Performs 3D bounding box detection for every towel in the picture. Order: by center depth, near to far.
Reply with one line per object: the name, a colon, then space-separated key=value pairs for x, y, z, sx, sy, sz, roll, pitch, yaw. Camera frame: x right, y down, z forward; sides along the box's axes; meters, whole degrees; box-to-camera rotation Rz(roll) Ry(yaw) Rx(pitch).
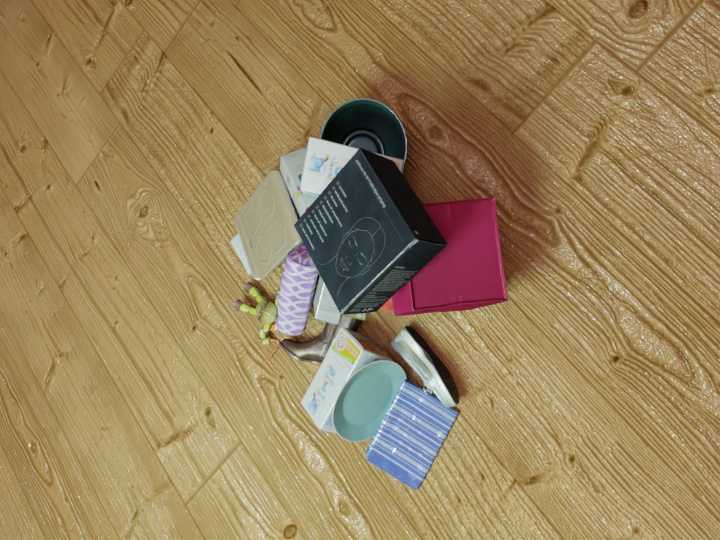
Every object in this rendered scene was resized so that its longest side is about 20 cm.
towel: x=0.111 y=0.365 z=1.174 sx=0.141 sy=0.024 sz=0.205 roll=28 pitch=97 yaw=7

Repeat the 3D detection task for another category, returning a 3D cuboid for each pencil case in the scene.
pencil case: x=-0.145 y=0.047 z=1.207 sx=0.081 sy=0.086 sz=0.206 roll=9 pitch=117 yaw=-14

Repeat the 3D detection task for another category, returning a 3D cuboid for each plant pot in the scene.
plant pot: x=0.004 y=-0.273 z=1.220 sx=0.192 sy=0.134 sz=0.209 roll=0 pitch=95 yaw=-2

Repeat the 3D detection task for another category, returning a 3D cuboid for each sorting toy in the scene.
sorting toy: x=-0.217 y=-0.104 z=1.255 sx=0.198 sy=0.036 sz=0.191 roll=-35 pitch=70 yaw=39

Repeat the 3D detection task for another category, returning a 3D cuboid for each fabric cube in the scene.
fabric cube: x=0.166 y=-0.020 z=1.075 sx=0.192 sy=0.199 sz=0.205 roll=-4 pitch=82 yaw=-7

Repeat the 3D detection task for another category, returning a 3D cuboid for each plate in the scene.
plate: x=0.019 y=0.281 z=1.161 sx=0.025 sy=0.197 sz=0.205 roll=36 pitch=99 yaw=51

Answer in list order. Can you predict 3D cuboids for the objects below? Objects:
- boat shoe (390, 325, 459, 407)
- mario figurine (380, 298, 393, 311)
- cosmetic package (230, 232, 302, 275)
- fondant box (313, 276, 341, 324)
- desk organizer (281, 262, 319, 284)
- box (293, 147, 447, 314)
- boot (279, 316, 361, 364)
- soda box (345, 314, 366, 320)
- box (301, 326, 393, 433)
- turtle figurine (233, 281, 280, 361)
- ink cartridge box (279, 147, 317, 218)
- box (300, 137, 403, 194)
boat shoe: x=0.142 y=0.218 z=1.169 sx=0.065 sy=0.074 sz=0.204 roll=-45 pitch=67 yaw=18
mario figurine: x=0.084 y=-0.006 z=1.223 sx=0.103 sy=0.123 sz=0.207 roll=19 pitch=83 yaw=-19
cosmetic package: x=-0.218 y=-0.089 z=1.340 sx=0.199 sy=0.081 sz=0.114 roll=-41 pitch=70 yaw=15
fondant box: x=-0.053 y=-0.007 z=1.154 sx=0.056 sy=0.145 sz=0.207 roll=14 pitch=100 yaw=-10
desk organizer: x=-0.082 y=-0.016 z=1.276 sx=0.193 sy=0.077 sz=0.074 roll=-17 pitch=96 yaw=11
box: x=0.014 y=-0.065 z=0.945 sx=0.196 sy=0.122 sz=0.204 roll=-43 pitch=65 yaw=28
boot: x=-0.087 y=0.125 z=1.273 sx=0.180 sy=0.064 sz=0.207 roll=20 pitch=96 yaw=9
soda box: x=0.000 y=0.000 z=1.186 sx=0.062 sy=0.068 sz=0.208 roll=12 pitch=92 yaw=-11
box: x=-0.030 y=0.251 z=1.197 sx=0.101 sy=0.111 sz=0.205 roll=36 pitch=100 yaw=49
turtle figurine: x=-0.246 y=0.110 z=1.340 sx=0.157 sy=0.064 sz=0.206 roll=25 pitch=95 yaw=22
ink cartridge box: x=-0.118 y=-0.156 z=1.211 sx=0.065 sy=0.117 sz=0.205 roll=-21 pitch=74 yaw=-19
box: x=-0.018 y=-0.192 z=1.095 sx=0.192 sy=0.113 sz=0.106 roll=13 pitch=93 yaw=-4
